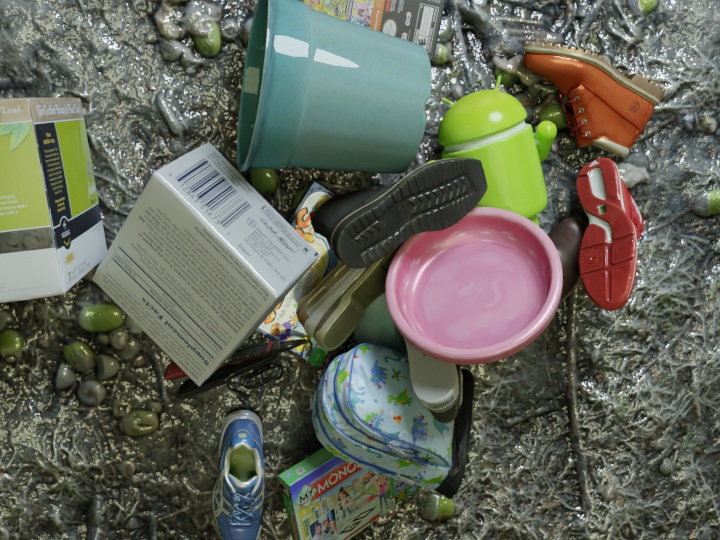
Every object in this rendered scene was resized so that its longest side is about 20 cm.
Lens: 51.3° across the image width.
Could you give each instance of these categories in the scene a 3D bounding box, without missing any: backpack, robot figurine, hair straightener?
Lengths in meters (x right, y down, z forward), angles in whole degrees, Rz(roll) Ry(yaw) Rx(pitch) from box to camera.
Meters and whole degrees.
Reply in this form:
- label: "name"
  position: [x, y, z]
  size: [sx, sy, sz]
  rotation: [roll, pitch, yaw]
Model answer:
- label: "backpack"
  position: [0.039, 0.171, 0.918]
  size: [0.195, 0.155, 0.166]
  rotation: [12, 60, 2]
- label: "robot figurine"
  position: [0.163, -0.128, 0.927]
  size: [0.172, 0.116, 0.204]
  rotation: [-19, 104, -1]
- label: "hair straightener"
  position: [-0.151, 0.132, 0.973]
  size: [0.195, 0.041, 0.078]
  rotation: [-18, 118, 6]

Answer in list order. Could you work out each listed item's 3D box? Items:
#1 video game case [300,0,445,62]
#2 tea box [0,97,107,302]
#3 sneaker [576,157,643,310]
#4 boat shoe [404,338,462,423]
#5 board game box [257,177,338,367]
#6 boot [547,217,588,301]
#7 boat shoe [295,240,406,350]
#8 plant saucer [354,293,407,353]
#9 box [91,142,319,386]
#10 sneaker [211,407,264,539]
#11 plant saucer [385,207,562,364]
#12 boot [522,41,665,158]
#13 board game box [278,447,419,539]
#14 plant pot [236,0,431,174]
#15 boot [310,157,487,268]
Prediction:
- label: "video game case"
  position: [0.022, -0.373, 0.903]
  size: [0.176, 0.026, 0.205]
  rotation: [9, 102, -9]
- label: "tea box"
  position: [-0.379, -0.085, 0.828]
  size: [0.130, 0.200, 0.202]
  rotation: [-6, 102, -5]
- label: "sneaker"
  position: [0.331, -0.033, 0.946]
  size: [0.115, 0.077, 0.205]
  rotation: [29, 58, -40]
- label: "boat shoe"
  position: [0.083, 0.081, 0.888]
  size: [0.069, 0.204, 0.064]
  rotation: [-12, 141, 13]
- label: "board game box"
  position: [-0.058, 0.004, 0.971]
  size: [0.134, 0.034, 0.202]
  rotation: [30, 97, -12]
- label: "boot"
  position: [0.207, 0.015, 0.943]
  size: [0.072, 0.165, 0.203]
  rotation: [38, 105, 30]
- label: "boat shoe"
  position: [0.000, 0.000, 0.917]
  size: [0.200, 0.068, 0.075]
  rotation: [-46, 148, -12]
- label: "plant saucer"
  position: [0.089, 0.065, 0.982]
  size: [0.196, 0.039, 0.206]
  rotation: [-6, 111, -15]
- label: "box"
  position: [-0.180, -0.003, 0.861]
  size: [0.184, 0.105, 0.200]
  rotation: [45, 127, -2]
- label: "sneaker"
  position: [-0.164, 0.291, 1.001]
  size: [0.074, 0.077, 0.205]
  rotation: [-2, 104, -8]
- label: "plant saucer"
  position: [0.127, 0.021, 0.842]
  size: [0.197, 0.203, 0.051]
  rotation: [-24, 140, 0]
- label: "boot"
  position: [0.279, -0.217, 0.946]
  size: [0.196, 0.075, 0.109]
  rotation: [22, 104, -12]
- label: "board game box"
  position: [-0.009, 0.277, 0.981]
  size: [0.197, 0.029, 0.138]
  rotation: [-25, 120, -31]
- label: "plant pot"
  position: [-0.032, -0.199, 0.858]
  size: [0.191, 0.200, 0.205]
  rotation: [8, 102, -16]
- label: "boot"
  position: [0.037, -0.086, 0.888]
  size: [0.196, 0.138, 0.079]
  rotation: [-24, 113, -13]
